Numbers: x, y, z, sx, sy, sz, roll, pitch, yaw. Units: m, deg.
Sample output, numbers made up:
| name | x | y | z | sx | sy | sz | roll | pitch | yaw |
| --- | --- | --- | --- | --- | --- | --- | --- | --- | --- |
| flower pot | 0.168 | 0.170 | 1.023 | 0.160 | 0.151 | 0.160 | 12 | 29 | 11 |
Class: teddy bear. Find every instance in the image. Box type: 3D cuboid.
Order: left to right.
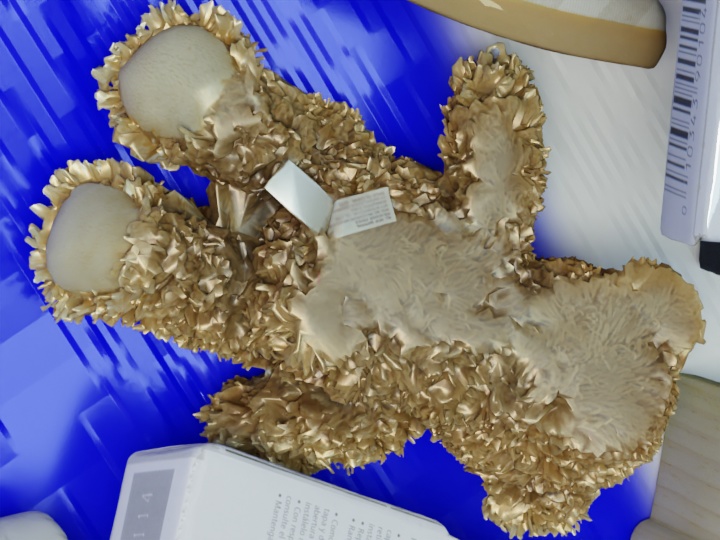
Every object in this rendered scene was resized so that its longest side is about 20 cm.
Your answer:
| name | x | y | z | sx | sy | sz | roll | pitch | yaw |
| --- | --- | --- | --- | --- | --- | --- | --- | --- | --- |
| teddy bear | 0.000 | 0.000 | 0.889 | 0.200 | 0.067 | 0.145 | 9 | 85 | -12 |

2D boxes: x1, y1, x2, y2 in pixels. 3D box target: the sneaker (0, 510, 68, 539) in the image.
| name | x | y | z | sx | sy | sz | roll | pitch | yaw |
| --- | --- | --- | --- | --- | --- | --- | --- | --- | --- |
| sneaker | -0.124 | 0.177 | 0.856 | 0.111 | 0.077 | 0.200 | -11 | 96 | -22 |

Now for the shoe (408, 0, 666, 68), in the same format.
| name | x | y | z | sx | sy | sz | roll | pitch | yaw |
| --- | --- | --- | --- | --- | --- | --- | --- | --- | --- |
| shoe | 0.007 | -0.112 | 0.864 | 0.200 | 0.070 | 0.053 | 22 | 99 | -17 |

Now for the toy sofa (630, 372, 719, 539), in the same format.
| name | x | y | z | sx | sy | sz | roll | pitch | yaw |
| --- | --- | --- | --- | --- | --- | --- | --- | --- | --- |
| toy sofa | 0.192 | 0.095 | 0.947 | 0.200 | 0.083 | 0.098 | 9 | 93 | -19 |

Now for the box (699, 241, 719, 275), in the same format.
| name | x | y | z | sx | sy | sz | roll | pitch | yaw |
| --- | --- | --- | --- | --- | --- | --- | --- | --- | --- |
| box | 0.208 | -0.096 | 0.904 | 0.200 | 0.123 | 0.199 | -5 | 98 | -15 |

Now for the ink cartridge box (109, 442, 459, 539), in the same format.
| name | x | y | z | sx | sy | sz | roll | pitch | yaw |
| --- | --- | --- | --- | --- | --- | --- | --- | --- | --- |
| ink cartridge box | -0.005 | 0.169 | 0.863 | 0.176 | 0.045 | 0.200 | 21 | 71 | -32 |

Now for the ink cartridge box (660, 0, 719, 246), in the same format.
| name | x | y | z | sx | sy | sz | roll | pitch | yaw |
| --- | --- | --- | --- | --- | --- | --- | --- | --- | --- |
| ink cartridge box | 0.187 | -0.100 | 0.810 | 0.200 | 0.043 | 0.198 | 3 | 97 | -13 |
